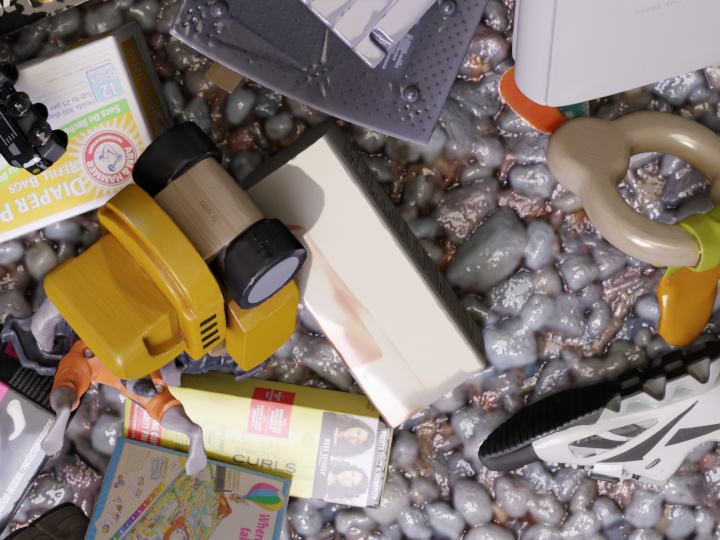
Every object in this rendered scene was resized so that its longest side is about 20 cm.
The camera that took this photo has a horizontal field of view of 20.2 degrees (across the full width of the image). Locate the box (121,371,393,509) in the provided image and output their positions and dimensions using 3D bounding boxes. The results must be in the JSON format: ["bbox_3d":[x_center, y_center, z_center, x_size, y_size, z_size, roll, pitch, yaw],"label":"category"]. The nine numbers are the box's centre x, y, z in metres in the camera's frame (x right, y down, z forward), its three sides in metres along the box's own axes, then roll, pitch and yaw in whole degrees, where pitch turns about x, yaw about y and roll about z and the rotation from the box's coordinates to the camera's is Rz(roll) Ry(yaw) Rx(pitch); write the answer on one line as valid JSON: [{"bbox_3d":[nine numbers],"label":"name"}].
[{"bbox_3d":[-0.075,0.121,1.502,0.198,0.050,0.076,10,105,2],"label":"box"}]

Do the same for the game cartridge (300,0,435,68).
[{"bbox_3d":[0.029,-0.249,1.320,0.130,0.038,0.200,43,98,-9],"label":"game cartridge"}]

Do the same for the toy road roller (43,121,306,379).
[{"bbox_3d":[-0.129,0.009,1.346,0.146,0.200,0.123,-38,75,-15],"label":"toy road roller"}]

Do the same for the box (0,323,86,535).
[{"bbox_3d":[-0.316,0.092,1.480,0.199,0.106,0.123,32,104,-4],"label":"box"}]

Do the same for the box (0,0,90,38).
[{"bbox_3d":[-0.301,-0.233,1.434,0.198,0.049,0.161,-22,103,9],"label":"box"}]

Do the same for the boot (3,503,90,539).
[{"bbox_3d":[-0.171,0.208,1.477,0.130,0.199,0.068,35,120,24],"label":"boot"}]

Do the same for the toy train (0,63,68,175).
[{"bbox_3d":[-0.263,-0.137,1.366,0.046,0.034,0.200,-43,63,7],"label":"toy train"}]

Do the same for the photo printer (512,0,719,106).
[{"bbox_3d":[0.184,-0.216,1.335,0.165,0.070,0.201,-16,136,-17],"label":"photo printer"}]

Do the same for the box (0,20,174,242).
[{"bbox_3d":[-0.236,-0.089,1.436,0.198,0.101,0.113,-20,100,8],"label":"box"}]

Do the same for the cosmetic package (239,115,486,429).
[{"bbox_3d":[0.000,0.000,1.444,0.087,0.103,0.201,-33,98,9],"label":"cosmetic package"}]

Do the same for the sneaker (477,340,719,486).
[{"bbox_3d":[0.185,0.127,1.473,0.198,0.074,0.089,-19,106,15],"label":"sneaker"}]

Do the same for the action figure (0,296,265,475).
[{"bbox_3d":[-0.149,0.051,1.430,0.198,0.194,0.105,0,134,-17],"label":"action figure"}]

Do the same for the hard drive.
[{"bbox_3d":[-0.021,-0.180,1.377,0.199,0.042,0.136,22,95,-19],"label":"hard drive"}]

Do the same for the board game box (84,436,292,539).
[{"bbox_3d":[-0.127,0.205,1.402,0.133,0.201,0.034,14,124,-2],"label":"board game box"}]

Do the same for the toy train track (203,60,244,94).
[{"bbox_3d":[-0.107,-0.191,1.436,0.199,0.033,0.115,33,70,4],"label":"toy train track"}]

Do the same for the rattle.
[{"bbox_3d":[0.181,-0.055,1.458,0.199,0.143,0.131,27,71,12],"label":"rattle"}]
